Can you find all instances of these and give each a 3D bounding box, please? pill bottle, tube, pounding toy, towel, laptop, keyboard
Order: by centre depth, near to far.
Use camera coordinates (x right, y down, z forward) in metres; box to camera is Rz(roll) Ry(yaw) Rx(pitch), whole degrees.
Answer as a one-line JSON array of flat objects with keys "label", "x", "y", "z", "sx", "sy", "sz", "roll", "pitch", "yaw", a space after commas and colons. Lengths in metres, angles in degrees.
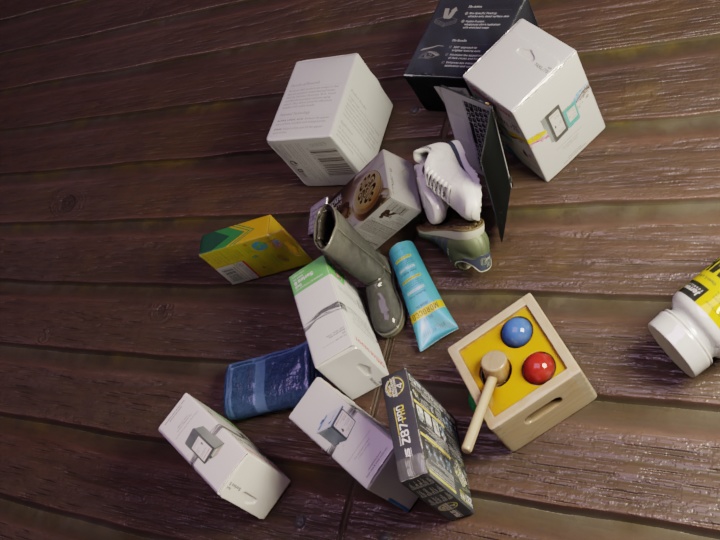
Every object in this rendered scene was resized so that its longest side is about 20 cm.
[{"label": "pill bottle", "x": 0.506, "y": 0.048, "z": 1.151, "sx": 0.199, "sy": 0.114, "sz": 0.115, "roll": -40, "pitch": 48, "yaw": 4}, {"label": "pounding toy", "x": 0.221, "y": 0.166, "z": 1.239, "sx": 0.198, "sy": 0.142, "sz": 0.185, "roll": -34, "pitch": 49, "yaw": 8}, {"label": "laptop", "x": 0.192, "y": -0.187, "z": 1.434, "sx": 0.116, "sy": 0.189, "sz": 0.199, "roll": -41, "pitch": 47, "yaw": -17}, {"label": "tube", "x": 0.104, "y": 0.040, "z": 1.461, "sx": 0.077, "sy": 0.050, "sz": 0.202, "roll": -34, "pitch": 54, "yaw": 19}, {"label": "towel", "x": -0.164, "y": 0.204, "z": 1.521, "sx": 0.197, "sy": 0.049, "sz": 0.113, "roll": -16, "pitch": 55, "yaw": 23}, {"label": "keyboard", "x": -0.082, "y": -0.102, "z": 1.593, "sx": 0.010, "sy": 0.200, "sz": 0.058, "roll": 1, "pitch": 89, "yaw": -12}]

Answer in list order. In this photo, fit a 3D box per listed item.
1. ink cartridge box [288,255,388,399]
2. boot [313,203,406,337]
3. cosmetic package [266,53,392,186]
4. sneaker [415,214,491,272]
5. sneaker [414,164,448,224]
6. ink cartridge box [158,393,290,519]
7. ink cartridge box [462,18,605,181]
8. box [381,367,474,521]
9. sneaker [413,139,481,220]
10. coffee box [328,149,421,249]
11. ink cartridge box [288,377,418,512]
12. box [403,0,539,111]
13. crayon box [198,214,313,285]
[{"label": "ink cartridge box", "x": -0.037, "y": 0.099, "z": 1.441, "sx": 0.083, "sy": 0.146, "sz": 0.202, "roll": -29, "pitch": 50, "yaw": 11}, {"label": "boot", "x": -0.002, "y": 0.002, "z": 1.443, "sx": 0.072, "sy": 0.200, "sz": 0.184, "roll": -25, "pitch": 51, "yaw": 16}, {"label": "cosmetic package", "x": -0.058, "y": -0.302, "z": 1.694, "sx": 0.162, "sy": 0.165, "sz": 0.203, "roll": 1, "pitch": 61, "yaw": 33}, {"label": "sneaker", "x": 0.163, "y": -0.042, "z": 1.453, "sx": 0.066, "sy": 0.091, "sz": 0.200, "roll": -26, "pitch": 15, "yaw": -19}, {"label": "sneaker", "x": 0.148, "y": -0.152, "z": 1.502, "sx": 0.087, "sy": 0.076, "sz": 0.201, "roll": -12, "pitch": 29, "yaw": 4}, {"label": "ink cartridge box", "x": -0.233, "y": 0.318, "z": 1.428, "sx": 0.199, "sy": 0.146, "sz": 0.084, "roll": 31, "pitch": 79, "yaw": 40}, {"label": "ink cartridge box", "x": 0.301, "y": -0.292, "z": 1.436, "sx": 0.146, "sy": 0.200, "sz": 0.147, "roll": -42, "pitch": 48, "yaw": 1}, {"label": "box", "x": 0.101, "y": 0.258, "z": 1.219, "sx": 0.048, "sy": 0.200, "sz": 0.163, "roll": -23, "pitch": 53, "yaw": 15}, {"label": "sneaker", "x": 0.149, "y": -0.148, "z": 1.405, "sx": 0.079, "sy": 0.077, "sz": 0.201, "roll": -3, "pitch": 37, "yaw": -13}, {"label": "coffee box", "x": 0.014, "y": -0.111, "z": 1.538, "sx": 0.199, "sy": 0.079, "sz": 0.115, "roll": -39, "pitch": 45, "yaw": 38}, {"label": "ink cartridge box", "x": 0.003, "y": 0.272, "z": 1.308, "sx": 0.199, "sy": 0.146, "sz": 0.086, "roll": 30, "pitch": 81, "yaw": 41}, {"label": "box", "x": 0.221, "y": -0.420, "z": 1.622, "sx": 0.194, "sy": 0.117, "sz": 0.203, "roll": 14, "pitch": 71, "yaw": 37}, {"label": "crayon box", "x": -0.203, "y": -0.042, "z": 1.649, "sx": 0.197, "sy": 0.127, "sz": 0.052, "roll": -13, "pitch": 55, "yaw": 23}]
